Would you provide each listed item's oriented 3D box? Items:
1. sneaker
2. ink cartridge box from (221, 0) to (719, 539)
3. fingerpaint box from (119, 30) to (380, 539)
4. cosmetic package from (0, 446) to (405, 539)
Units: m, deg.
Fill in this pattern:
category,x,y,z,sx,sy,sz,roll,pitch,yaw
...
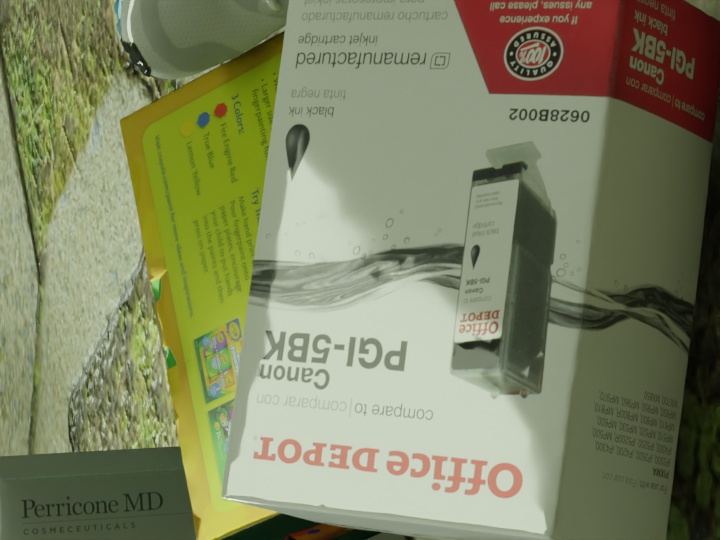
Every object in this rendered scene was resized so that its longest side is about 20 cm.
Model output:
category,x,y,z,sx,sy,sz,roll,pitch,yaw
sneaker,-0.012,-0.145,1.016,0.075,0.200,0.087,53,175,-32
ink cartridge box,0.040,-0.003,0.906,0.147,0.083,0.200,3,82,34
fingerpaint box,0.000,0.000,1.034,0.167,0.073,0.200,-26,63,27
cosmetic package,-0.088,0.184,1.174,0.123,0.199,0.200,174,94,-66
